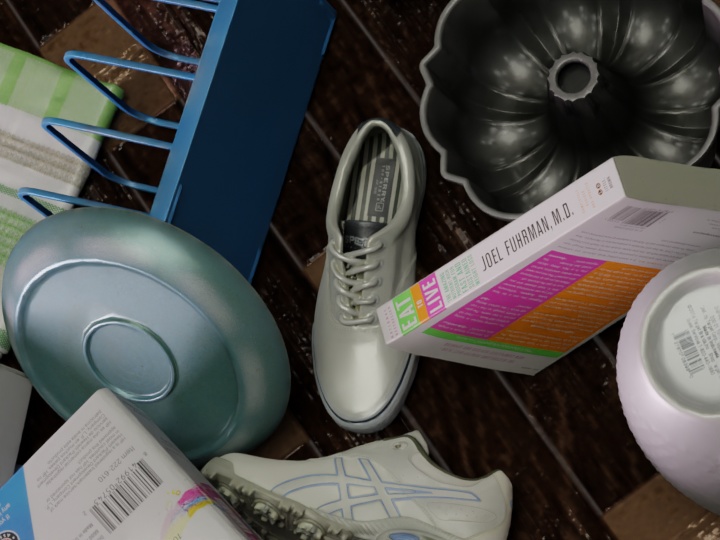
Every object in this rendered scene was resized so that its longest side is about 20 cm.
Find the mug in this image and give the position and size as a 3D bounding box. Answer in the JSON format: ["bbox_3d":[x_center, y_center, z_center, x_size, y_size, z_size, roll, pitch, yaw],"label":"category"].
[{"bbox_3d":[0.224,0.085,1.585,0.147,0.175,0.201,-13,72,14],"label":"mug"}]

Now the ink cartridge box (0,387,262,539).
[{"bbox_3d":[-0.128,0.194,1.637,0.145,0.085,0.200,-45,68,0],"label":"ink cartridge box"}]

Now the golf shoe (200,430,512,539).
[{"bbox_3d":[0.001,0.140,1.709,0.199,0.078,0.098,18,65,15],"label":"golf shoe"}]

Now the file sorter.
[{"bbox_3d":[-0.119,-0.109,1.764,0.122,0.139,0.201,13,78,23],"label":"file sorter"}]

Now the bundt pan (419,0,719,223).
[{"bbox_3d":[0.141,-0.107,1.710,0.201,0.076,0.203,-6,69,18],"label":"bundt pan"}]

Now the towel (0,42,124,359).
[{"bbox_3d":[-0.258,-0.054,1.858,0.148,0.031,0.201,22,81,19],"label":"towel"}]

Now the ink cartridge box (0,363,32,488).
[{"bbox_3d":[-0.306,0.151,1.765,0.146,0.086,0.201,0,74,35],"label":"ink cartridge box"}]

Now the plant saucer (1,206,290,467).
[{"bbox_3d":[-0.140,0.050,1.711,0.199,0.201,0.027,11,39,20],"label":"plant saucer"}]

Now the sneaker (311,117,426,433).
[{"bbox_3d":[0.000,0.000,1.734,0.073,0.071,0.201,-1,75,17],"label":"sneaker"}]

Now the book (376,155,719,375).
[{"bbox_3d":[0.123,-0.003,1.621,0.200,0.133,0.048,-33,64,37],"label":"book"}]

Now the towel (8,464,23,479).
[{"bbox_3d":[-0.209,0.202,1.746,0.199,0.024,0.148,11,79,37],"label":"towel"}]
